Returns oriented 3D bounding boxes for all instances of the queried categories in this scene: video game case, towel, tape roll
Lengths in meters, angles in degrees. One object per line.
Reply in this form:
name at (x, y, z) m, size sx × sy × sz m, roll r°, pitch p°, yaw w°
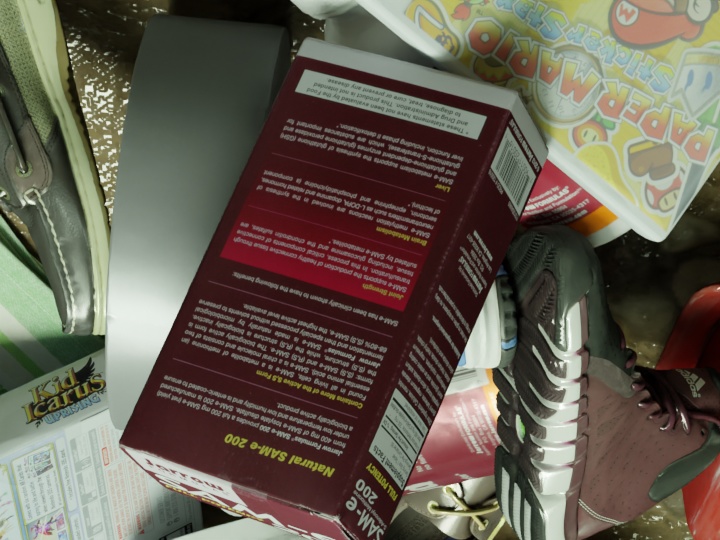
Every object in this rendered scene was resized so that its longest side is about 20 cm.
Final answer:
video game case at (-0.179, 0.141, 1.438) m, size 0.181 × 0.045 × 0.200 m, roll -26°, pitch 143°, yaw -19°
towel at (-0.245, 0.044, 1.443) m, size 0.199 × 0.023 × 0.153 m, roll -22°, pitch 129°, yaw 25°
video game case at (0.114, -0.140, 1.122) m, size 0.200 × 0.023 × 0.182 m, roll 37°, pitch 87°, yaw -27°
tape roll at (-0.076, -0.020, 1.225) m, size 0.066 × 0.201 × 0.201 m, roll 5°, pitch 136°, yaw 1°

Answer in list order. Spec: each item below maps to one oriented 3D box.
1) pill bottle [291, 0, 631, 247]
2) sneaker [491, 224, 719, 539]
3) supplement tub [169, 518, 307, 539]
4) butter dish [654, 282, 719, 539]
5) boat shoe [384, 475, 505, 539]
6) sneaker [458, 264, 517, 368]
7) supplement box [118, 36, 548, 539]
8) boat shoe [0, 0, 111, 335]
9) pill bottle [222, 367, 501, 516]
pill bottle at (0.058, -0.106, 1.182) m, size 0.200 × 0.113 × 0.113 m, roll 38°, pitch 128°, yaw -26°
sneaker at (0.126, 0.047, 1.243) m, size 0.115 × 0.076 × 0.201 m, roll -16°, pitch 135°, yaw -17°
supplement tub at (-0.053, 0.244, 1.427) m, size 0.144 × 0.201 × 0.144 m, roll -15°, pitch 169°, yaw -3°
butter dish at (0.248, 0.112, 1.333) m, size 0.199 × 0.148 × 0.200 m, roll 9°, pitch 149°, yaw -1°
boat shoe at (0.053, 0.131, 1.460) m, size 0.072 × 0.060 × 0.200 m, roll 27°, pitch 133°, yaw -18°
sneaker at (0.000, 0.000, 1.258) m, size 0.077 × 0.200 × 0.076 m, roll -13°, pitch 109°, yaw -22°
supplement box at (-0.009, 0.010, 1.086) m, size 0.108 × 0.201 × 0.061 m, roll 17°, pitch 162°, yaw 25°
boat shoe at (-0.164, -0.062, 1.207) m, size 0.066 × 0.202 × 0.072 m, roll -14°, pitch -179°, yaw -14°
pill bottle at (0.013, 0.064, 1.360) m, size 0.199 × 0.114 × 0.114 m, roll -15°, pitch 132°, yaw 22°
